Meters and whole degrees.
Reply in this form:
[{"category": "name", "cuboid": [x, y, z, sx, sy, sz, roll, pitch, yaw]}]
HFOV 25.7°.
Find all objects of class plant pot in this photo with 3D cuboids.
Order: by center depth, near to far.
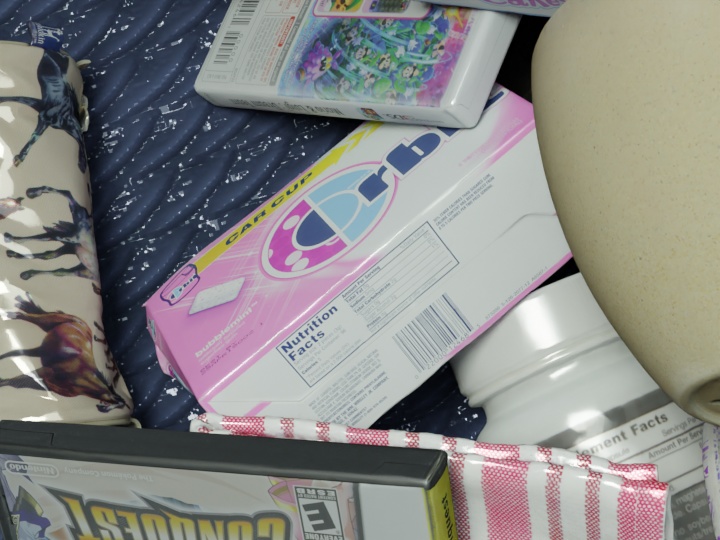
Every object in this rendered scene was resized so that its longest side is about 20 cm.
[{"category": "plant pot", "cuboid": [0.161, -0.016, 0.576, 0.200, 0.200, 0.135, 5, 68, -1]}]

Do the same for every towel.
[{"category": "towel", "cuboid": [0.026, 0.133, 0.642, 0.200, 0.030, 0.146, 5, 117, 18]}]

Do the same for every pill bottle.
[{"category": "pill bottle", "cuboid": [0.120, 0.104, 0.712, 0.114, 0.114, 0.200, -23, 80, -7]}]

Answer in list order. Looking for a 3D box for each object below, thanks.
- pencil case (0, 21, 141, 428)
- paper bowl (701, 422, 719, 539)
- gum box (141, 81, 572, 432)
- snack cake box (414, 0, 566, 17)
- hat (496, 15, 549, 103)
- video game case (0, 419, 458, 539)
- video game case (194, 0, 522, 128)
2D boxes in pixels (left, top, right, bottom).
[{"category": "pencil case", "cuboid": [-0.156, -0.011, 0.742, 0.089, 0.078, 0.200, -7, 78, -20]}, {"category": "paper bowl", "cuboid": [0.237, 0.118, 0.662, 0.104, 0.201, 0.201, -30, 79, 29]}, {"category": "gum box", "cuboid": [0.000, 0.000, 0.711, 0.200, 0.114, 0.066, -40, 118, -2]}, {"category": "snack cake box", "cuboid": [0.115, -0.159, 0.626, 0.200, 0.067, 0.115, 12, 77, 25]}, {"category": "hat", "cuboid": [0.135, -0.132, 0.745, 0.081, 0.201, 0.201, 0, 77, -28]}, {"category": "video game case", "cuboid": [-0.050, 0.150, 0.653, 0.200, 0.026, 0.181, 1, 116, 22]}, {"category": "video game case", "cuboid": [0.020, -0.164, 0.750, 0.182, 0.024, 0.200, 11, 73, 46]}]
